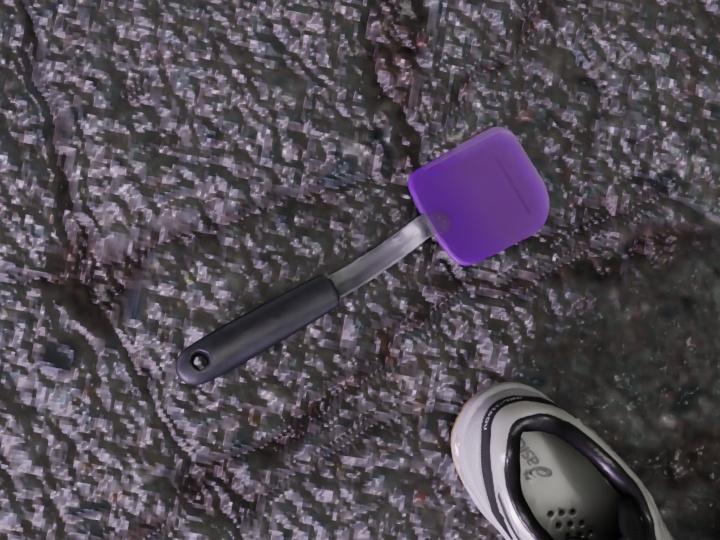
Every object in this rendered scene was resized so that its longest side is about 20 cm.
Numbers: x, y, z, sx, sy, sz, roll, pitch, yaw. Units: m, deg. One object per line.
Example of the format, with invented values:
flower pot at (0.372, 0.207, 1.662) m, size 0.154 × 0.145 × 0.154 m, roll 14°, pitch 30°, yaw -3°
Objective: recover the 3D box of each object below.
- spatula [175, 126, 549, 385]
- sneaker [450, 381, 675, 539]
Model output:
spatula at (0.000, 0.000, 0.742) m, size 0.199 × 0.021 × 0.057 m, roll -31°, pitch 78°, yaw -3°
sneaker at (0.116, 0.140, 0.716) m, size 0.076 × 0.088 × 0.200 m, roll -43°, pitch 93°, yaw -7°
